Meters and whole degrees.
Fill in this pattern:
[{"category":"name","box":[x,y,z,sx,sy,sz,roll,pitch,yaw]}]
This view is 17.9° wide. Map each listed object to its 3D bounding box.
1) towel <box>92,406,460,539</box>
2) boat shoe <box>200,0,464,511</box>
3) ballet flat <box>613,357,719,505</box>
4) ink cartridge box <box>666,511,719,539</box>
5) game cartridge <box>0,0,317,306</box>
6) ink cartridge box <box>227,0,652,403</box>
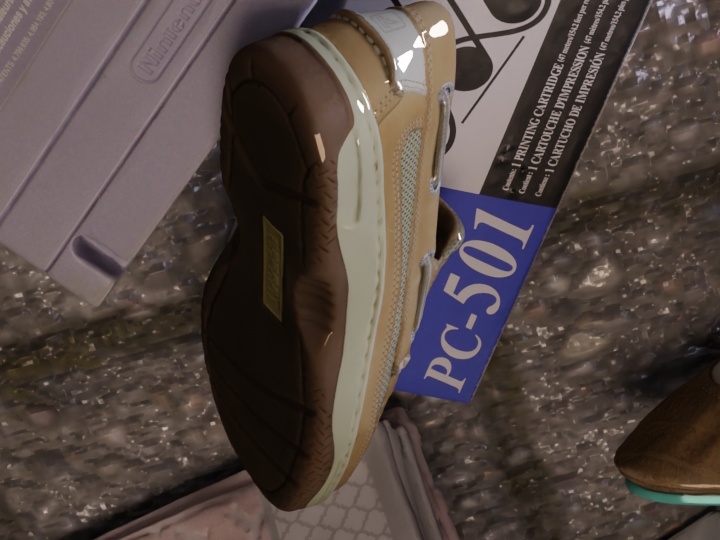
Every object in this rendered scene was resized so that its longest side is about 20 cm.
[{"category":"towel","box":[-0.034,0.174,0.830,0.190,0.201,0.032,-28,159,17]},{"category":"boat shoe","box":[0.000,0.000,0.706,0.076,0.072,0.201,-27,151,-27]},{"category":"ballet flat","box":[0.190,0.044,0.836,0.198,0.068,0.073,0,111,-8]},{"category":"ink cartridge box","box":[0.188,0.200,0.928,0.067,0.116,0.200,-37,125,22]},{"category":"game cartridge","box":[-0.078,-0.097,0.666,0.129,0.038,0.200,37,121,-4]},{"category":"ink cartridge box","box":[0.023,-0.049,0.738,0.093,0.044,0.201,10,129,-14]}]
